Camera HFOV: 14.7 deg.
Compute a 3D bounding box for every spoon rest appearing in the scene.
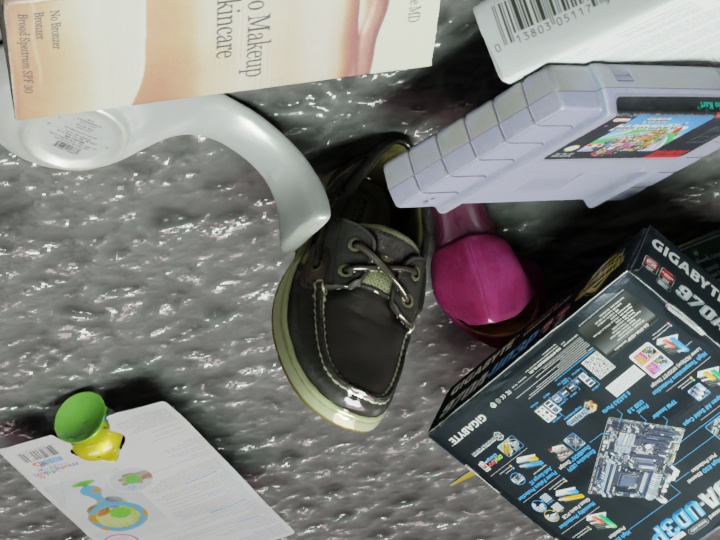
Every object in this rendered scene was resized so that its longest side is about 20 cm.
[{"bbox_3d":[-0.107,-0.072,1.433,0.200,0.061,0.099,24,135,-29],"label":"spoon rest"}]

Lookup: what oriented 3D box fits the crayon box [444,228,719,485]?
[{"bbox_3d":[0.140,0.051,1.703,0.200,0.052,0.126,-39,168,38],"label":"crayon box"}]

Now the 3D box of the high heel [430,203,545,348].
[{"bbox_3d":[0.076,0.028,1.632,0.067,0.096,0.200,-18,151,10],"label":"high heel"}]

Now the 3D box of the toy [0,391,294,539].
[{"bbox_3d":[-0.135,0.128,1.782,0.115,0.047,0.200,-17,148,15],"label":"toy"}]

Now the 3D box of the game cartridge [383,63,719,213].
[{"bbox_3d":[0.123,-0.070,1.482,0.130,0.038,0.200,-25,166,41],"label":"game cartridge"}]

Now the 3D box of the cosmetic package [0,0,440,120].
[{"bbox_3d":[-0.068,-0.140,1.278,0.200,0.087,0.103,-9,151,-7],"label":"cosmetic package"}]

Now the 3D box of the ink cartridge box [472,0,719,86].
[{"bbox_3d":[0.167,-0.133,1.454,0.162,0.057,0.200,-23,170,18],"label":"ink cartridge box"}]

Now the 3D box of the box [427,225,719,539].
[{"bbox_3d":[0.158,0.084,1.599,0.159,0.046,0.200,39,133,-9],"label":"box"}]

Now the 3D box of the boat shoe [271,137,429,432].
[{"bbox_3d":[0.000,0.000,1.467,0.073,0.200,0.065,25,126,-20],"label":"boat shoe"}]
